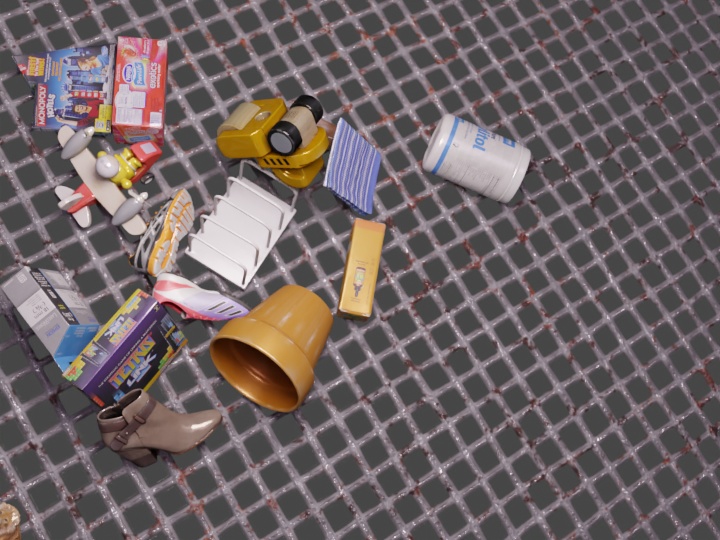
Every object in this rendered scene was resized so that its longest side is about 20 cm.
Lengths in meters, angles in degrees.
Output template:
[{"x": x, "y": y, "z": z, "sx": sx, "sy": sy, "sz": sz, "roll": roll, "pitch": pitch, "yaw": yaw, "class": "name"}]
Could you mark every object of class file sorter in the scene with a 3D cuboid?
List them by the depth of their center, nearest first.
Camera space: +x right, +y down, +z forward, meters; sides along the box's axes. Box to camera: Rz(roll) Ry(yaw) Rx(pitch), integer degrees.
[{"x": -0.231, "y": -0.094, "z": 1.640, "sx": 0.139, "sy": 0.125, "sz": 0.200, "roll": 31, "pitch": 71, "yaw": 0, "class": "file sorter"}]

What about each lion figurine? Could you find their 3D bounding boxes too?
[{"x": -0.598, "y": 0.508, "z": 1.431, "sx": 0.122, "sy": 0.072, "sz": 0.200, "roll": -38, "pitch": 99, "yaw": -32, "class": "lion figurine"}]

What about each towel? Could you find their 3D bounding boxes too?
[{"x": -0.010, "y": -0.204, "z": 1.690, "sx": 0.024, "sy": 0.200, "sz": 0.145, "roll": 7, "pitch": 80, "yaw": 25, "class": "towel"}]

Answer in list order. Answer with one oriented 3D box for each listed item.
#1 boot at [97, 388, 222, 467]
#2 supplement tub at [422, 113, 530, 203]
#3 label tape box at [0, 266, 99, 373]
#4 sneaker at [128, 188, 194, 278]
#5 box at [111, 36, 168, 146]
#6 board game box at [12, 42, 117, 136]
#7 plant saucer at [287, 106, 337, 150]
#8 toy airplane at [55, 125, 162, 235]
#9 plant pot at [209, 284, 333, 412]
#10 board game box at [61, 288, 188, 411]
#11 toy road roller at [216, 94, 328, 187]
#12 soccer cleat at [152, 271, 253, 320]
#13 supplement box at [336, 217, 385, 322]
[{"x": -0.364, "y": 0.268, "z": 1.505, "sx": 0.200, "sy": 0.070, "sz": 0.146, "roll": -31, "pitch": 125, "yaw": -12, "class": "boot"}, {"x": 0.245, "y": -0.238, "z": 1.784, "sx": 0.200, "sy": 0.132, "sz": 0.132, "roll": 22, "pitch": 71, "yaw": -5, "class": "supplement tub"}, {"x": -0.539, "y": 0.091, "z": 1.513, "sx": 0.063, "sy": 0.144, "sz": 0.200, "roll": -39, "pitch": 85, "yaw": 1, "class": "label tape box"}, {"x": -0.389, "y": -0.079, "z": 1.639, "sx": 0.077, "sy": 0.078, "sz": 0.200, "roll": 6, "pitch": 58, "yaw": 23, "class": "sneaker"}, {"x": -0.444, "y": -0.361, "z": 1.695, "sx": 0.100, "sy": 0.095, "sz": 0.200, "roll": 2, "pitch": 73, "yaw": -12, "class": "box"}, {"x": -0.595, "y": -0.364, "z": 1.684, "sx": 0.200, "sy": 0.062, "sz": 0.200, "roll": 2, "pitch": 74, "yaw": -10, "class": "board game box"}, {"x": -0.110, "y": -0.290, "z": 1.715, "sx": 0.200, "sy": 0.200, "sz": 0.035, "roll": 21, "pitch": 106, "yaw": -5, "class": "plant saucer"}, {"x": -0.494, "y": -0.177, "z": 1.607, "sx": 0.200, "sy": 0.141, "sz": 0.199, "roll": 10, "pitch": 74, "yaw": -10, "class": "toy airplane"}, {"x": -0.149, "y": 0.131, "z": 1.573, "sx": 0.200, "sy": 0.200, "sz": 0.183, "roll": 36, "pitch": 55, "yaw": 0, "class": "plant pot"}, {"x": -0.417, "y": 0.156, "z": 1.511, "sx": 0.057, "sy": 0.165, "sz": 0.200, "roll": 29, "pitch": 69, "yaw": 23, "class": "board game box"}, {"x": -0.155, "y": -0.235, "z": 1.577, "sx": 0.200, "sy": 0.146, "sz": 0.123, "roll": 5, "pitch": 44, "yaw": 29, "class": "toy road roller"}, {"x": -0.300, "y": 0.070, "z": 1.600, "sx": 0.200, "sy": 0.068, "sz": 0.073, "roll": 23, "pitch": 65, "yaw": -21, "class": "soccer cleat"}, {"x": 0.000, "y": 0.000, "z": 1.699, "sx": 0.066, "sy": 0.069, "sz": 0.200, "roll": 13, "pitch": 70, "yaw": -7, "class": "supplement box"}]
